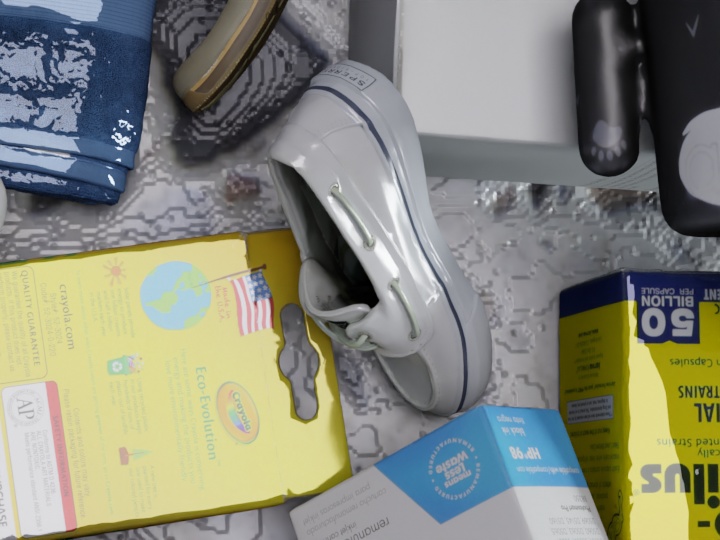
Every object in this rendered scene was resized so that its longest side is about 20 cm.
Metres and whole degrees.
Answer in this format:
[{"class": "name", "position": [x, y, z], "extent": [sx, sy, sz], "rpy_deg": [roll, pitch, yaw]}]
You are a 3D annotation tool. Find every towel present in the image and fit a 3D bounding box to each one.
[{"class": "towel", "position": [-0.146, -0.134, 1.167], "extent": [0.111, 0.049, 0.201], "rpy_deg": [8, 82, -11]}]

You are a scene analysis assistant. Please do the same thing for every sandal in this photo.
[{"class": "sandal", "position": [-0.038, -0.166, 1.182], "extent": [0.054, 0.080, 0.200], "rpy_deg": [33, 84, 3]}]

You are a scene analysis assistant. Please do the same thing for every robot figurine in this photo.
[{"class": "robot figurine", "position": [0.181, -0.081, 1.071], "extent": [0.150, 0.125, 0.201], "rpy_deg": [-4, 86, -35]}]

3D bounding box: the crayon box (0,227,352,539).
[{"class": "crayon box", "position": [-0.111, 0.055, 1.153], "extent": [0.199, 0.051, 0.128], "rpy_deg": [-7, 85, -11]}]

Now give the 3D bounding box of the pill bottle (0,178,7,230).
[{"class": "pill bottle", "position": [-0.239, -0.086, 1.094], "extent": [0.112, 0.112, 0.200], "rpy_deg": [-25, 68, -12]}]

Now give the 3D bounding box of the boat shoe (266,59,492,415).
[{"class": "boat shoe", "position": [0.000, 0.000, 1.128], "extent": [0.067, 0.073, 0.200], "rpy_deg": [-44, 133, -26]}]

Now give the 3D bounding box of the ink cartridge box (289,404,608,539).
[{"class": "ink cartridge box", "position": [0.060, 0.172, 1.101], "extent": [0.116, 0.067, 0.201], "rpy_deg": [-32, 68, 28]}]

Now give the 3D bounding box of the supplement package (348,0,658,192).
[{"class": "supplement package", "position": [0.101, -0.103, 1.177], "extent": [0.199, 0.117, 0.118], "rpy_deg": [4, 84, -12]}]

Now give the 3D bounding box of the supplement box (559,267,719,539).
[{"class": "supplement box", "position": [0.157, 0.104, 1.170], "extent": [0.108, 0.110, 0.201], "rpy_deg": [0, 85, -11]}]
